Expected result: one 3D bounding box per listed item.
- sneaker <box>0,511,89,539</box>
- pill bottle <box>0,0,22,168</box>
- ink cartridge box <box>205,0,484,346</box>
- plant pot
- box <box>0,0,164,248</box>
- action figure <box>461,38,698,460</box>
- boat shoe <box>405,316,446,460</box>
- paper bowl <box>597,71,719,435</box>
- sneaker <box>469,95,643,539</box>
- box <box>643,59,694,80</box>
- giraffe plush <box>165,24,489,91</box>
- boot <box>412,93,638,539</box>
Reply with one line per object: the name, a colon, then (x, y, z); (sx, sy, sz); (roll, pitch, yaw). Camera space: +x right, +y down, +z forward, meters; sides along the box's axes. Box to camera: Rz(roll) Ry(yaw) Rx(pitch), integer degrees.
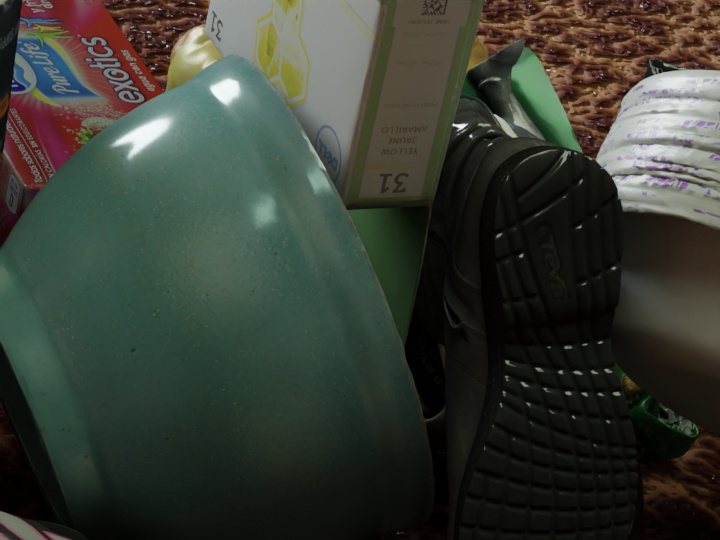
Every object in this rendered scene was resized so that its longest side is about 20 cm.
sneaker: (-0.146, 0.119, 1.016); (0.200, 0.080, 0.086); (27, 19, 7)
pill bottle: (-0.198, -0.040, 1.121); (0.106, 0.200, 0.106); (9, 31, -5)
ink cartridge box: (-0.016, -0.061, 1.083); (0.048, 0.200, 0.146); (-3, 34, -26)
plant pot: (-0.074, 0.032, 1.083); (0.134, 0.200, 0.200); (-22, 40, -12)
box: (-0.145, -0.048, 1.257); (0.095, 0.100, 0.200); (-3, 34, -26)
action figure: (0.095, -0.004, 1.246); (0.118, 0.055, 0.200); (-27, 86, -39)
boat shoe: (0.000, 0.000, 1.213); (0.200, 0.072, 0.072); (46, 10, 28)
paper bowl: (0.175, 0.013, 1.072); (0.200, 0.104, 0.201); (25, -10, 5)
sneaker: (0.081, 0.023, 1.157); (0.081, 0.074, 0.200); (-1, 73, -53)
box: (0.229, -0.049, 1.314); (0.200, 0.048, 0.193); (15, 8, 1)
giraffe plush: (-0.029, -0.146, 1.364); (0.172, 0.162, 0.200); (7, 16, 30)
boot: (0.054, 0.038, 1.069); (0.070, 0.200, 0.132); (4, 9, -18)
